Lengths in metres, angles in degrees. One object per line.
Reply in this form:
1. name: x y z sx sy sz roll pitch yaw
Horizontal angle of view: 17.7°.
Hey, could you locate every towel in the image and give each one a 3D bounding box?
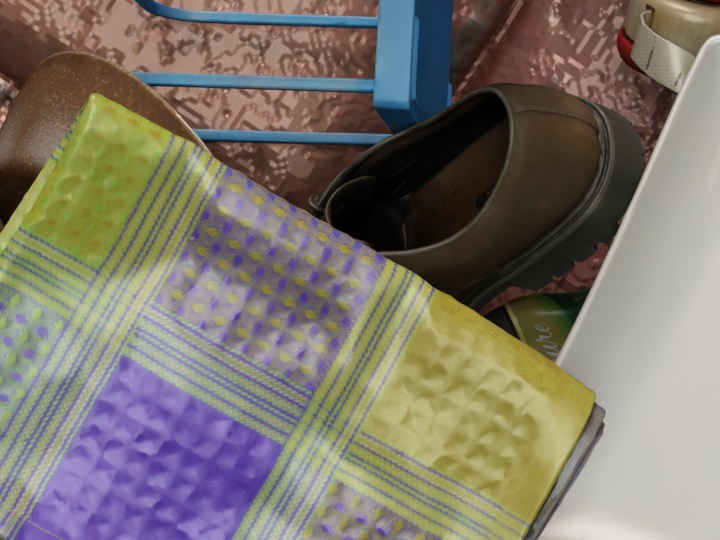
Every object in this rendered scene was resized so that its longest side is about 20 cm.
1. towel: -0.035 0.052 0.724 0.199 0.023 0.144 33 93 -5

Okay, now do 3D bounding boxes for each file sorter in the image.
1. file sorter: -0.028 -0.150 0.853 0.122 0.139 0.201 3 85 7

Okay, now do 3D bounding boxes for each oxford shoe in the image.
1. oxford shoe: 0.000 0.000 0.813 0.200 0.084 0.073 -45 50 23

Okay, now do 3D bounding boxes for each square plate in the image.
1. square plate: 0.166 0.042 0.752 0.197 0.028 0.201 22 74 18

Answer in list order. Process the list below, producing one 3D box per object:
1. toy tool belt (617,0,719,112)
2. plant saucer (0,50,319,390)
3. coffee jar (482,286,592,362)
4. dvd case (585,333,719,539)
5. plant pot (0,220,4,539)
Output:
1. toy tool belt: 0.201 -0.115 0.833 0.199 0.125 0.124 12 114 2
2. plant saucer: -0.082 0.024 0.813 0.037 0.200 0.201 -27 83 -28
3. coffee jar: 0.128 0.036 0.849 0.199 0.085 0.105 -23 75 2
4. dvd case: 0.171 0.071 0.767 0.146 0.022 0.200 31 75 19
5. plant pot: -0.184 0.031 0.791 0.187 0.187 0.200 -36 97 0
